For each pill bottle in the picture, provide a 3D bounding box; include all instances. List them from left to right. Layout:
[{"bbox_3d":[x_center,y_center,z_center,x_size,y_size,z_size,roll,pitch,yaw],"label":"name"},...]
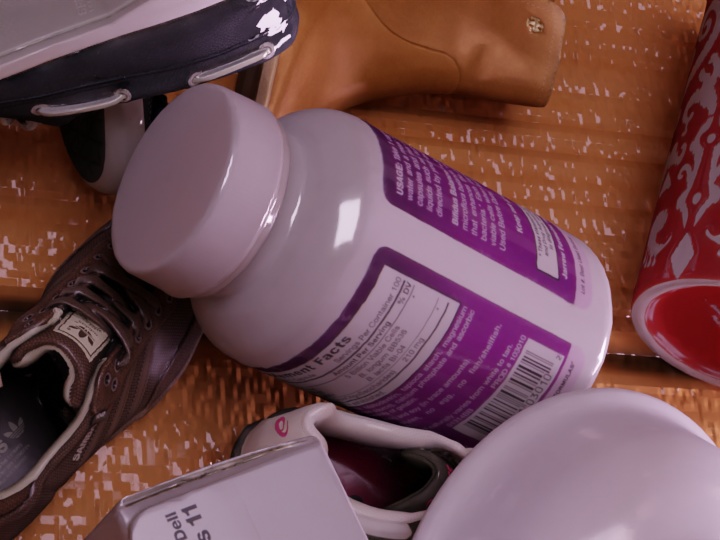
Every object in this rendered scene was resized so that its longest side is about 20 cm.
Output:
[{"bbox_3d":[0.000,0.000,0.872,0.200,0.112,0.112,27,58,-32],"label":"pill bottle"}]

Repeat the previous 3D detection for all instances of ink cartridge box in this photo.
[{"bbox_3d":[-0.053,0.163,0.751,0.083,0.200,0.147,-19,76,-30],"label":"ink cartridge box"}]

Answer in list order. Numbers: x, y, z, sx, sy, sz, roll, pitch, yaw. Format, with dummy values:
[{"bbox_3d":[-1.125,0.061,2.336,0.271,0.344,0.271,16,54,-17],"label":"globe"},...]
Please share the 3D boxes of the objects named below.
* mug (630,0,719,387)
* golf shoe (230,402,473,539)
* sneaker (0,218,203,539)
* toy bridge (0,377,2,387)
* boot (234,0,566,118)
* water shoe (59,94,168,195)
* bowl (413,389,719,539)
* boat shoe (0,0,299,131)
[{"bbox_3d":[0.228,-0.041,1.013,0.177,0.133,0.200,27,63,-9],"label":"mug"},{"bbox_3d":[0.038,0.116,0.882,0.200,0.088,0.077,23,59,-15],"label":"golf shoe"},{"bbox_3d":[-0.111,0.037,0.856,0.070,0.076,0.200,37,58,-4],"label":"sneaker"},{"bbox_3d":[-0.179,-0.048,0.774,0.067,0.027,0.200,-8,88,-66],"label":"toy bridge"},{"bbox_3d":[0.022,-0.101,0.979,0.144,0.071,0.201,21,56,-11],"label":"boot"},{"bbox_3d":[-0.093,-0.128,0.941,0.079,0.072,0.200,5,66,-24],"label":"water shoe"},{"bbox_3d":[0.115,0.153,0.838,0.201,0.090,0.201,-4,97,-34],"label":"bowl"},{"bbox_3d":[-0.123,-0.087,0.848,0.200,0.060,0.076,-14,43,7],"label":"boat shoe"}]
